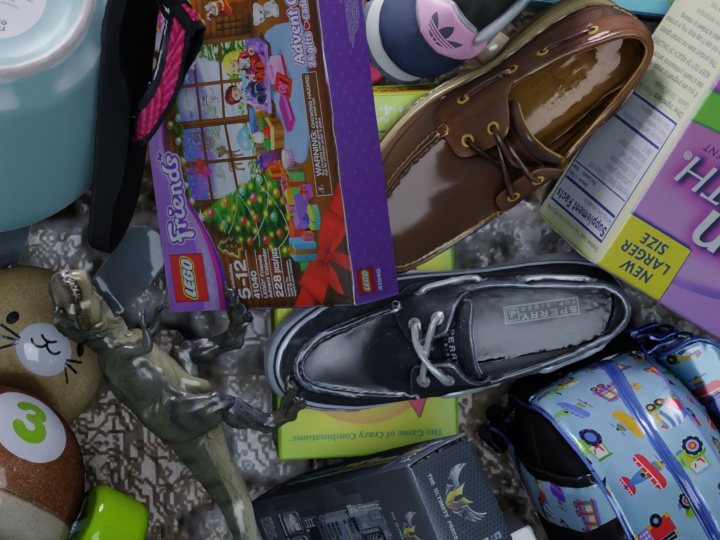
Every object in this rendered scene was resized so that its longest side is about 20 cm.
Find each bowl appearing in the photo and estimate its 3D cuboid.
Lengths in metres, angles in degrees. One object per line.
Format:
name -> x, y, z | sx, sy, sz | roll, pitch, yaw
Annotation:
bowl -> -0.206, -0.132, 1.554 | 0.200, 0.105, 0.202 | 7, 65, -15

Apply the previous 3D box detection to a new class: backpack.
backpack -> 0.163, 0.123, 1.585 | 0.134, 0.200, 0.183 | -27, 93, -4

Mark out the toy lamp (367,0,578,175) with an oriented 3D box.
toy lamp -> 0.064, -0.128, 1.621 | 0.200, 0.058, 0.058 | 44, 87, -20

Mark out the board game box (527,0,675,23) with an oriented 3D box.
board game box -> 0.185, -0.214, 1.657 | 0.199, 0.047, 0.152 | 7, 91, -6

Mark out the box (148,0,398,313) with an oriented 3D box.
box -> -0.054, -0.079, 1.566 | 0.039, 0.136, 0.201 | -13, 97, -48

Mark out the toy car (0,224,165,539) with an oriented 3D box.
toy car -> -0.180, 0.051, 1.585 | 0.164, 0.158, 0.201 | 26, 76, -18

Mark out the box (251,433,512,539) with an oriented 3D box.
box -> 0.035, 0.197, 1.596 | 0.051, 0.157, 0.201 | -26, 94, -36

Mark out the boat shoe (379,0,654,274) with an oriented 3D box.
boat shoe -> 0.074, -0.072, 1.570 | 0.200, 0.068, 0.072 | -41, 110, -5

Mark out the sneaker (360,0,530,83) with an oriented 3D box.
sneaker -> 0.086, -0.176, 1.558 | 0.070, 0.082, 0.200 | 46, 64, -18

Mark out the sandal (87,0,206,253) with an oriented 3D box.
sandal -> -0.108, -0.098, 1.544 | 0.045, 0.075, 0.201 | 14, 122, 10

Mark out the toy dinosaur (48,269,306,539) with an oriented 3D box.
toy dinosaur -> -0.082, 0.065, 1.551 | 0.088, 0.047, 0.200 | -34, 101, 2

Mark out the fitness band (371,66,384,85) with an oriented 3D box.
fitness band -> -0.042, -0.189, 1.643 | 0.143, 0.037, 0.201 | -20, 94, -8

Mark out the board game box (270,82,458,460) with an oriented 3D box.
board game box -> 0.000, 0.000, 1.630 | 0.101, 0.048, 0.201 | -3, 99, -6

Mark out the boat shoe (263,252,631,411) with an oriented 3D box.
boat shoe -> 0.048, 0.036, 1.581 | 0.199, 0.068, 0.072 | -9, 100, -5

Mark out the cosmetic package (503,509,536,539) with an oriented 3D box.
cosmetic package -> 0.108, 0.237, 1.641 | 0.050, 0.083, 0.201 | -24, 93, -5

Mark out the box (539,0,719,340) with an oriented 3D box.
box -> 0.231, -0.060, 1.603 | 0.176, 0.097, 0.200 | 30, 98, -23
